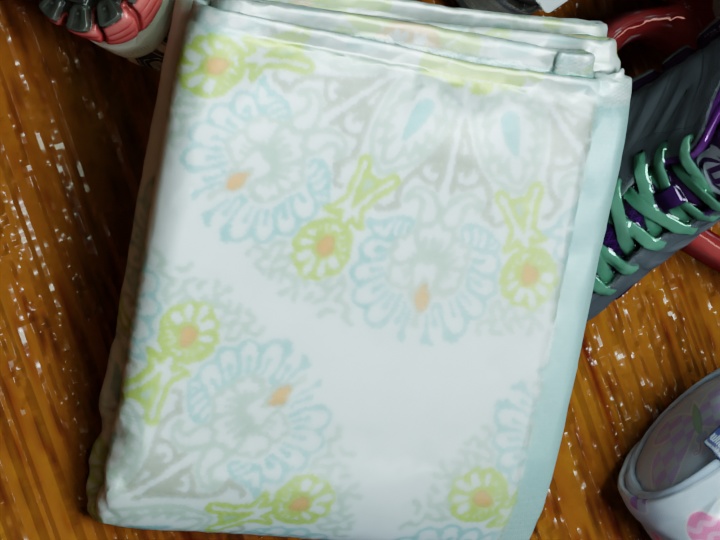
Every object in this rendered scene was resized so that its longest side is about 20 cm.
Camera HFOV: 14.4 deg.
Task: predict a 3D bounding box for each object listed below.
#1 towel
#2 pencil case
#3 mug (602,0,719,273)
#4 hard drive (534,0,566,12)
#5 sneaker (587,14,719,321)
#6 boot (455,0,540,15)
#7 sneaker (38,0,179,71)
[{"bbox_3d":[0.000,0.000,1.012,0.170,0.048,0.201,7,103,-19],"label":"towel"},{"bbox_3d":[0.190,0.128,1.136,0.091,0.083,0.200,-41,106,-12],"label":"pencil case"},{"bbox_3d":[0.187,-0.064,1.166,0.133,0.177,0.201,-63,130,-73],"label":"mug"},{"bbox_3d":[0.059,-0.209,1.046,0.132,0.025,0.200,-40,66,5],"label":"hard drive"},{"bbox_3d":[0.107,-0.035,1.059,0.200,0.088,0.074,-41,101,7],"label":"sneaker"},{"bbox_3d":[0.117,-0.184,1.086,0.069,0.173,0.201,10,78,-46],"label":"boot"},{"bbox_3d":[-0.072,-0.164,1.037,0.082,0.077,0.201,34,57,-53],"label":"sneaker"}]
